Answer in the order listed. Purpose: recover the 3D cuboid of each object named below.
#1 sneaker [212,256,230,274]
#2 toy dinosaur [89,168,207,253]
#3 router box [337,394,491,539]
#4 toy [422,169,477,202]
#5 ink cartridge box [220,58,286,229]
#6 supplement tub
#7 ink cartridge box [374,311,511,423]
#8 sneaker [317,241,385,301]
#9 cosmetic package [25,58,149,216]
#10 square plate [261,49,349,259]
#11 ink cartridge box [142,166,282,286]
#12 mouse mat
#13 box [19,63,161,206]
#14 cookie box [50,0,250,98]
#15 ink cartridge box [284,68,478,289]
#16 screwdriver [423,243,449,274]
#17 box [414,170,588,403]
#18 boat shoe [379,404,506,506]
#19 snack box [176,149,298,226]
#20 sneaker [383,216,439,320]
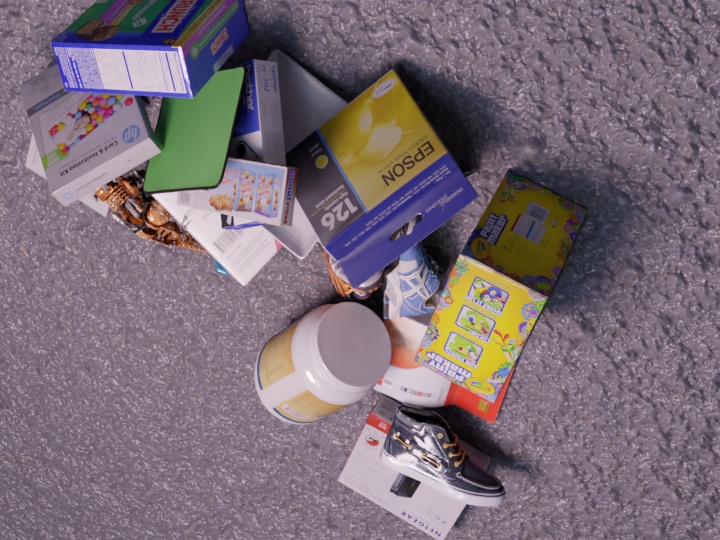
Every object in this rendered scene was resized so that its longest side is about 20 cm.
[{"bbox_3d":[-0.213,-0.090,1.787,0.072,0.082,0.202,-15,114,37],"label":"sneaker"},{"bbox_3d":[-0.307,-0.087,1.787,0.101,0.137,0.201,-19,125,19],"label":"toy dinosaur"},{"bbox_3d":[0.083,0.312,1.947,0.198,0.049,0.181,29,132,6],"label":"router box"},{"bbox_3d":[0.041,-0.109,1.623,0.198,0.115,0.048,-16,103,34],"label":"toy"},{"bbox_3d":[-0.143,-0.159,1.591,0.093,0.044,0.204,-8,86,43],"label":"ink cartridge box"},{"bbox_3d":[-0.055,0.134,1.800,0.145,0.145,0.199,45,146,-9],"label":"supplement tub"},{"bbox_3d":[0.116,0.143,1.807,0.198,0.050,0.164,25,132,13],"label":"ink cartridge box"},{"bbox_3d":[0.000,0.000,1.700,0.077,0.200,0.113,-28,122,-4],"label":"sneaker"},{"bbox_3d":[-0.405,-0.198,1.829,0.149,0.052,0.201,30,132,2],"label":"cosmetic package"},{"bbox_3d":[-0.091,-0.153,1.636,0.197,0.028,0.201,37,96,10],"label":"square plate"},{"bbox_3d":[-0.182,-0.103,1.716,0.145,0.084,0.200,-45,98,2],"label":"ink cartridge box"},{"bbox_3d":[-0.215,-0.179,1.596,0.007,0.164,0.198,19,169,-39],"label":"mouse mat"},{"bbox_3d":[-0.369,-0.206,1.682,0.154,0.202,0.041,-28,151,6],"label":"box"},{"bbox_3d":[-0.268,-0.300,1.604,0.197,0.172,0.076,6,130,23],"label":"cookie box"},{"bbox_3d":[0.016,-0.115,1.546,0.197,0.047,0.201,-36,61,8],"label":"ink cartridge box"},{"bbox_3d":[0.035,-0.051,1.724,0.198,0.028,0.029,29,161,8],"label":"screwdriver"},{"bbox_3d":[0.180,0.020,1.581,0.121,0.201,0.194,26,131,7],"label":"box"},{"bbox_3d":[0.129,0.273,1.827,0.197,0.071,0.092,20,110,9],"label":"boat shoe"},{"bbox_3d":[-0.158,-0.105,1.558,0.198,0.024,0.073,13,97,42],"label":"snack box"},{"bbox_3d":[0.069,-0.012,1.670,0.076,0.077,0.202,1,141,0],"label":"sneaker"}]
